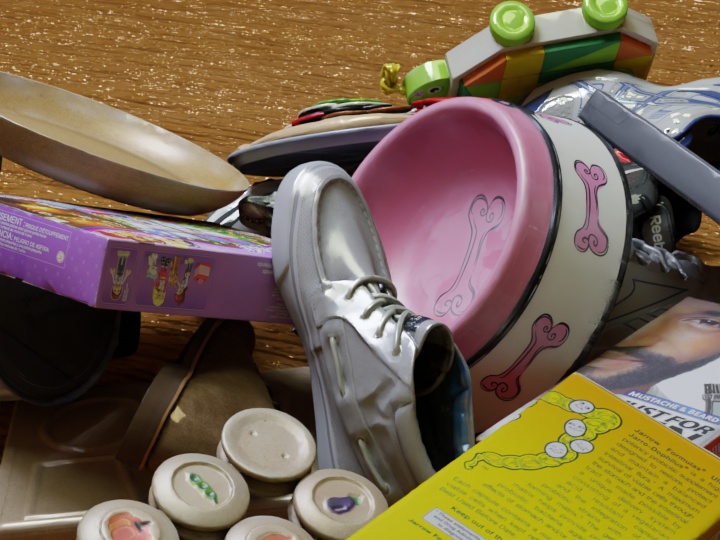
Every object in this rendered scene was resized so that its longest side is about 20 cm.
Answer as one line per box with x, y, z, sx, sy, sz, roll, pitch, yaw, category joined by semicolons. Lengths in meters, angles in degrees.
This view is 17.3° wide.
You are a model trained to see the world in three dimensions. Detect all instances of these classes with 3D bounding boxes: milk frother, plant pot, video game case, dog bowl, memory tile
-0.235;-0.023;1.415;0.187;0.202;0.180;-4;8;38;milk frother
-0.163;-0.075;1.405;0.199;0.028;0.200;22;9;-4;plant pot
0.239;-0.020;1.360;0.180;0.026;0.200;28;10;-44;video game case
0.057;-0.010;1.347;0.074;0.201;0.200;28;2;-36;dog bowl
-0.026;0.152;1.130;0.200;0.017;0.153;38;43;24;memory tile

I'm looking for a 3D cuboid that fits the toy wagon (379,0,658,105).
0.113;-0.141;1.710;0.198;0.155;0.040;-11;66;-9;toy wagon

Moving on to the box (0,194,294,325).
-0.112;-0.006;1.301;0.136;0.039;0.199;17;7;41;box

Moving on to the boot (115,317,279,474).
-0.076;0.076;1.295;0.075;0.074;0.200;26;17;0;boot

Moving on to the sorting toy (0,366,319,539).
-0.111;0.109;1.331;0.183;0.037;0.200;-6;19;1;sorting toy

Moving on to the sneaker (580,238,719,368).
0.163;0.017;1.400;0.198;0.088;0.075;-8;22;-8;sneaker

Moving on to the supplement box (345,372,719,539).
0.073;0.151;1.061;0.109;0.109;0.200;31;39;26;supplement box

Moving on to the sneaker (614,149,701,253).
0.145;-0.022;1.507;0.097;0.071;0.200;15;30;43;sneaker

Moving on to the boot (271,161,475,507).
0.015;0.032;1.248;0.073;0.202;0.095;-7;-8;-40;boot

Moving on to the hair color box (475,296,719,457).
0.166;0.088;1.270;0.110;0.064;0.199;14;30;39;hair color box

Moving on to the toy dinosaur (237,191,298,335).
0.000;0.000;1.463;0.199;0.089;0.048;7;31;-42;toy dinosaur

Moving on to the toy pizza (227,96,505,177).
0.013;-0.087;1.499;0.198;0.032;0.200;-5;-3;0;toy pizza

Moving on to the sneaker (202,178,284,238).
-0.016;-0.018;1.541;0.198;0.074;0.079;-10;29;-10;sneaker

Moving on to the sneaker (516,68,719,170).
0.198;-0.096;1.657;0.198;0.076;0.088;-5;24;3;sneaker
